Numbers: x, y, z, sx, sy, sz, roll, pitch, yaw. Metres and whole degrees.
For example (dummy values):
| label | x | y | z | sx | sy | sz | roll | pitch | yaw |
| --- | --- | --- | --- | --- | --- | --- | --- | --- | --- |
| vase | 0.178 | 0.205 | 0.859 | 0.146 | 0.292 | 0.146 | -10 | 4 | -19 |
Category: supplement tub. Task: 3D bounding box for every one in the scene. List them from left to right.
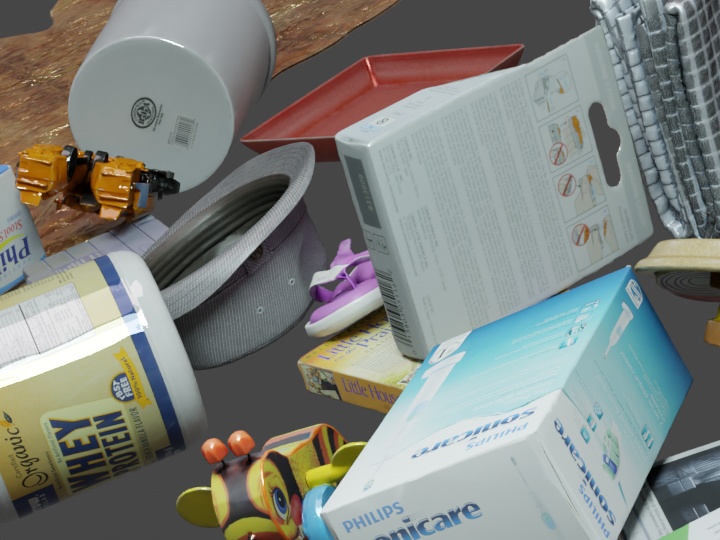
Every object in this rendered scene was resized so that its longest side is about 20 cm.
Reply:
| label | x | y | z | sx | sy | sz | roll | pitch | yaw |
| --- | --- | --- | --- | --- | --- | --- | --- | --- | --- |
| supplement tub | -0.217 | 0.085 | 1.562 | 0.200 | 0.145 | 0.144 | -22 | 20 | -9 |

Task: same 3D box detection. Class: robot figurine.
| label | x | y | z | sx | sy | sz | roll | pitch | yaw |
| --- | --- | --- | --- | --- | --- | --- | --- | --- | --- |
| robot figurine | -0.236 | -0.076 | 2.034 | 0.145 | 0.058 | 0.200 | 11 | 1 | 2 |

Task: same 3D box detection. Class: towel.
| label | x | y | z | sx | sy | sz | roll | pitch | yaw |
| --- | --- | --- | --- | --- | --- | --- | --- | --- | --- |
| towel | 0.269 | -0.136 | 1.629 | 0.165 | 0.200 | 0.086 | -28 | 23 | -23 |

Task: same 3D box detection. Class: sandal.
| label | x | y | z | sx | sy | sz | roll | pitch | yaw |
| --- | --- | --- | --- | --- | --- | --- | --- | --- | --- |
| sandal | -0.006 | 0.004 | 1.675 | 0.082 | 0.050 | 0.203 | -33 | 4 | 12 |

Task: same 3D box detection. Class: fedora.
| label | x | y | z | sx | sy | sz | roll | pitch | yaw |
| --- | --- | --- | --- | --- | --- | --- | --- | --- | --- |
| fedora | -0.089 | 0.003 | 1.719 | 0.177 | 0.090 | 0.200 | -14 | 29 | 51 |

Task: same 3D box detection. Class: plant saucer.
| label | x | y | z | sx | sy | sz | roll | pitch | yaw |
| --- | --- | --- | --- | --- | --- | --- | --- | --- | --- |
| plant saucer | 0.024 | -0.147 | 2.117 | 0.200 | 0.037 | 0.200 | 1 | 28 | 42 |

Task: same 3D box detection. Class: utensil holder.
| label | x | y | z | sx | sy | sz | roll | pitch | yaw |
| --- | --- | --- | --- | --- | --- | --- | --- | --- | --- |
| utensil holder | -0.178 | -0.181 | 2.196 | 0.169 | 0.170 | 0.200 | -13 | 22 | 15 |

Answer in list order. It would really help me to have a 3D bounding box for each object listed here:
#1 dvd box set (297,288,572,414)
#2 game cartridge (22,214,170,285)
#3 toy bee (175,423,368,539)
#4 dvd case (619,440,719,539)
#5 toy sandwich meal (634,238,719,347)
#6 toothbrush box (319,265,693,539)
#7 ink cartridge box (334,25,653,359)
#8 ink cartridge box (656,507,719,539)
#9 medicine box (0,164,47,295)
| label | x | y | z | sx | sy | sz | roll | pitch | yaw |
| --- | --- | --- | --- | --- | --- | --- | --- | --- | --- |
| dvd box set | 0.071 | 0.053 | 1.555 | 0.146 | 0.029 | 0.200 | -31 | 24 | -30 |
| game cartridge | -0.198 | 0.010 | 1.909 | 0.129 | 0.038 | 0.200 | -28 | 21 | -12 |
| toy bee | -0.044 | 0.129 | 1.338 | 0.131 | 0.109 | 0.200 | -23 | 17 | 0 |
| dvd case | 0.238 | 0.120 | 1.241 | 0.199 | 0.025 | 0.150 | -19 | 20 | 1 |
| toy sandwich meal | 0.251 | 0.025 | 1.325 | 0.204 | 0.071 | 0.205 | 5 | -3 | 0 |
| toothbrush box | 0.086 | 0.097 | 1.305 | 0.146 | 0.085 | 0.200 | -24 | 14 | 29 |
| ink cartridge box | 0.091 | -0.055 | 1.537 | 0.200 | 0.160 | 0.047 | -29 | 25 | -26 |
| ink cartridge box | 0.201 | 0.178 | 1.032 | 0.145 | 0.084 | 0.200 | -24 | 20 | -15 |
| medicine box | -0.412 | -0.007 | 2.040 | 0.200 | 0.103 | 0.182 | -2 | 26 | 40 |
